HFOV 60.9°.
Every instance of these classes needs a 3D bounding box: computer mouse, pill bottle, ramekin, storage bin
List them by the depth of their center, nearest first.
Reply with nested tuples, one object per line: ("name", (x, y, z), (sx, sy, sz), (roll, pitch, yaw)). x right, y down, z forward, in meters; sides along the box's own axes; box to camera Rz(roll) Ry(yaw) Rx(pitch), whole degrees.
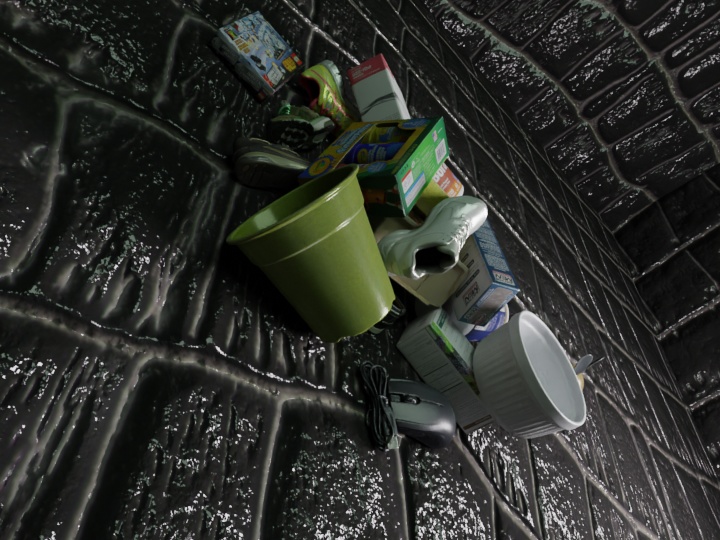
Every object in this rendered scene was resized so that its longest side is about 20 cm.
("computer mouse", (0.087, 0.210, 0.915), (0.199, 0.053, 0.139), (28, 38, -41))
("ramekin", (0.272, 0.178, 1.011), (0.200, 0.105, 0.201), (38, 34, -32))
("storage bin", (0.064, -0.056, 1.046), (0.198, 0.094, 0.200), (36, 11, -31))
("pill bottle", (0.189, 0.075, 1.152), (0.199, 0.111, 0.112), (14, 49, -51))
("pill bottle", (0.130, -0.220, 1.367), (0.200, 0.112, 0.112), (46, 30, -18))

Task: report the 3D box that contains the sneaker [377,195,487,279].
("sneaker", (0.123, -0.039, 0.894), (0.099, 0.199, 0.078), (31, -32, 50))

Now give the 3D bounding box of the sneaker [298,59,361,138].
("sneaker", (-0.063, -0.319, 1.232), (0.090, 0.078, 0.201), (-25, 87, -36))

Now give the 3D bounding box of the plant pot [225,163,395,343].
("plant pot", (-0.046, -0.012, 0.831), (0.191, 0.199, 0.200), (60, 27, -16))

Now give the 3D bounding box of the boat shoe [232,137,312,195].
("boat shoe", (-0.119, -0.168, 0.972), (0.199, 0.074, 0.074), (12, 51, -54))

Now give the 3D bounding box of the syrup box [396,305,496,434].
("syrup box", (0.157, 0.167, 1.038), (0.200, 0.081, 0.079), (51, 30, -6))

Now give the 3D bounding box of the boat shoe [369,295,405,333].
("boat shoe", (0.000, 0.000, 0.989), (0.201, 0.068, 0.072), (58, 30, 7))

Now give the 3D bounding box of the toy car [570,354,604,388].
("toy car", (0.372, 0.206, 1.202), (0.164, 0.200, 0.159), (9, 52, -53))

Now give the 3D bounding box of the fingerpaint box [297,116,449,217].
("fingerpaint box", (0.025, -0.165, 0.954), (0.200, 0.166, 0.074), (-54, 137, -43))

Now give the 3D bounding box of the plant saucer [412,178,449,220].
("plant saucer", (0.083, -0.149, 1.159), (0.200, 0.048, 0.199), (39, -6, -40))

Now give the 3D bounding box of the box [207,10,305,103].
("box", (-0.188, -0.403, 1.146), (0.137, 0.040, 0.200), (46, 30, -15))

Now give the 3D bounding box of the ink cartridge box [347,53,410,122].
("ink cartridge box", (0.054, -0.303, 1.231), (0.146, 0.084, 0.201), (43, 27, -61))

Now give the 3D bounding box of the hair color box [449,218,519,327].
("hair color box", (0.191, -0.013, 1.056), (0.060, 0.100, 0.201), (15, 41, -26))

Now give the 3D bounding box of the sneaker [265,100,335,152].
("sneaker", (-0.124, -0.259, 1.081), (0.089, 0.077, 0.200), (45, 22, 7))
